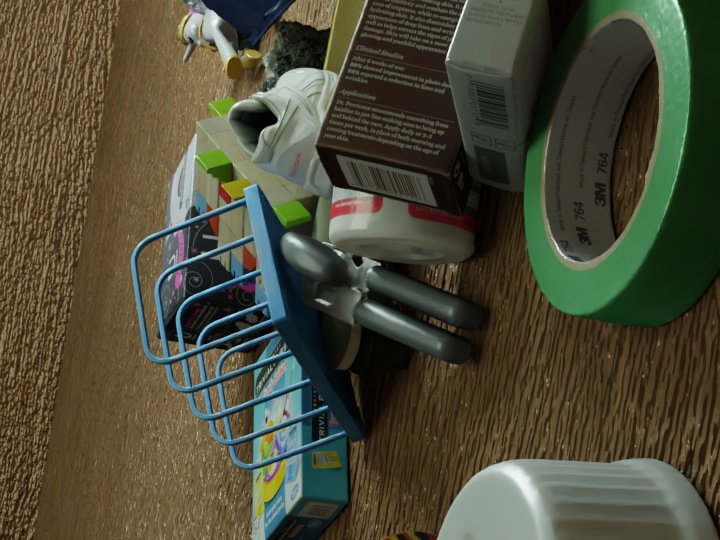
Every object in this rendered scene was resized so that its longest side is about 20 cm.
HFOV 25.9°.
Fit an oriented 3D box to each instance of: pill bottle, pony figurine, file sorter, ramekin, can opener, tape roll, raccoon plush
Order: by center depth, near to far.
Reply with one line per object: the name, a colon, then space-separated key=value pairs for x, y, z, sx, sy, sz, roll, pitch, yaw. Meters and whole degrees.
ramekin: x=0.105 y=0.196 z=0.836 sx=0.200 sy=0.097 sz=0.202 roll=-171 pitch=90 yaw=-72
tape roll: x=0.156 y=-0.070 z=0.894 sx=0.200 sy=0.048 sz=0.202 roll=-170 pitch=90 yaw=-73
pill bottle: x=0.040 y=-0.112 z=1.170 sx=0.111 sy=0.110 sz=0.202 roll=160 pitch=118 yaw=-70
can opener: x=0.009 y=0.022 z=1.183 sx=0.199 sy=0.066 sz=0.053 roll=22 pitch=95 yaw=46
file sorter: x=-0.093 y=0.057 z=1.305 sx=0.200 sy=0.122 sz=0.140 roll=60 pitch=-168 yaw=-52
raccoon plush: x=-0.040 y=-0.149 z=1.516 sx=0.200 sy=0.096 sz=0.135 roll=52 pitch=130 yaw=33
pony figurine: x=-0.178 y=-0.341 z=1.941 sx=0.200 sy=0.165 sz=0.195 roll=30 pitch=118 yaw=55

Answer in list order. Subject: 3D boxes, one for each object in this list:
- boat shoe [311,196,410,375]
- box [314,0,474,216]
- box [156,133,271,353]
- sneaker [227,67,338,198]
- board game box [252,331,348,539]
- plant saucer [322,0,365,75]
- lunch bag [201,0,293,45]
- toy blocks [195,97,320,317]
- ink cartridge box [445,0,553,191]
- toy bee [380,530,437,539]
boat shoe: x=-0.001 y=0.002 z=1.317 sx=0.074 sy=0.063 sz=0.202 roll=119 pitch=150 yaw=-43
box: x=0.049 y=-0.148 z=1.077 sx=0.075 sy=0.099 sz=0.201 roll=63 pitch=-136 yaw=-66
box: x=-0.153 y=-0.030 z=1.721 sx=0.132 sy=0.114 sz=0.202 roll=131 pitch=144 yaw=-59
sneaker: x=-0.068 y=-0.137 z=1.372 sx=0.200 sy=0.099 sz=0.078 roll=-110 pitch=38 yaw=-64
board game box: x=-0.058 y=0.147 z=1.452 sx=0.151 sy=0.047 sz=0.201 roll=125 pitch=149 yaw=-53
plant saucer: x=0.018 y=-0.194 z=1.383 sx=0.200 sy=0.048 sz=0.202 roll=-147 pitch=67 yaw=-72
lunch bag: x=-0.085 y=-0.341 z=1.538 sx=0.200 sy=0.132 sz=0.136 roll=-51 pitch=9 yaw=-21
toy blocks: x=-0.100 y=-0.050 z=1.465 sx=0.200 sy=0.099 sz=0.138 roll=48 pitch=144 yaw=40
ink cartridge box: x=0.111 y=-0.174 z=1.001 sx=0.163 sy=0.057 sz=0.201 roll=66 pitch=-135 yaw=-66
toy bee: x=0.026 y=0.242 z=1.046 sx=0.200 sy=0.108 sz=0.132 roll=-147 pitch=69 yaw=-71
